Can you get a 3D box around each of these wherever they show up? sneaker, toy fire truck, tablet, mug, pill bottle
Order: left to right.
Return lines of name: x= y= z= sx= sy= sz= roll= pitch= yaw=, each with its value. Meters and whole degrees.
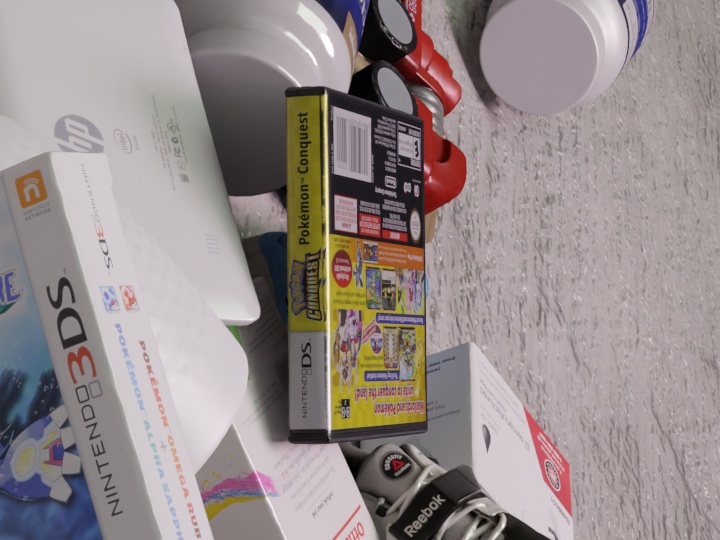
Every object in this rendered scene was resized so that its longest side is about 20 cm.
mug: x=-0.164 y=0.012 z=1.176 sx=0.176 sy=0.147 sz=0.200 roll=51 pitch=-3 yaw=-23
tablet: x=-0.127 y=-0.063 z=1.364 sx=0.129 sy=0.014 sz=0.201 roll=3 pitch=58 yaw=-35
pill bottle: x=-0.057 y=-0.138 z=1.537 sx=0.116 sy=0.115 sz=0.201 roll=57 pitch=26 yaw=-29
sneaker: x=0.005 y=0.007 z=1.610 sx=0.200 sy=0.089 sz=0.079 roll=4 pitch=67 yaw=-69
toy fire truck: x=0.022 y=-0.083 z=1.718 sx=0.200 sy=0.128 sz=0.177 roll=39 pitch=35 yaw=-35
sneaker: x=0.036 y=0.141 z=1.468 sx=0.074 sy=0.199 sz=0.089 roll=-43 pitch=121 yaw=-25
pill bottle: x=0.161 y=-0.193 z=2.112 sx=0.116 sy=0.115 sz=0.200 roll=65 pitch=22 yaw=-10

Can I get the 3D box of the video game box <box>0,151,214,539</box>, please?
video game box: x=-0.162 y=0.073 z=1.022 sx=0.047 sy=0.199 sz=0.184 roll=5 pitch=66 yaw=-64

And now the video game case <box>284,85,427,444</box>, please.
video game case: x=0.000 y=0.000 z=1.454 sx=0.200 sy=0.025 sz=0.182 roll=6 pitch=83 yaw=-74

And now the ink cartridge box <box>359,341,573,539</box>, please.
ink cartridge box: x=0.066 y=0.170 z=1.622 sx=0.144 sy=0.083 sz=0.201 roll=51 pitch=29 yaw=-41

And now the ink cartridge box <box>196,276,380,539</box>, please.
ink cartridge box: x=-0.055 y=0.117 z=1.406 sx=0.201 sy=0.067 sz=0.117 roll=66 pitch=21 yaw=-7
